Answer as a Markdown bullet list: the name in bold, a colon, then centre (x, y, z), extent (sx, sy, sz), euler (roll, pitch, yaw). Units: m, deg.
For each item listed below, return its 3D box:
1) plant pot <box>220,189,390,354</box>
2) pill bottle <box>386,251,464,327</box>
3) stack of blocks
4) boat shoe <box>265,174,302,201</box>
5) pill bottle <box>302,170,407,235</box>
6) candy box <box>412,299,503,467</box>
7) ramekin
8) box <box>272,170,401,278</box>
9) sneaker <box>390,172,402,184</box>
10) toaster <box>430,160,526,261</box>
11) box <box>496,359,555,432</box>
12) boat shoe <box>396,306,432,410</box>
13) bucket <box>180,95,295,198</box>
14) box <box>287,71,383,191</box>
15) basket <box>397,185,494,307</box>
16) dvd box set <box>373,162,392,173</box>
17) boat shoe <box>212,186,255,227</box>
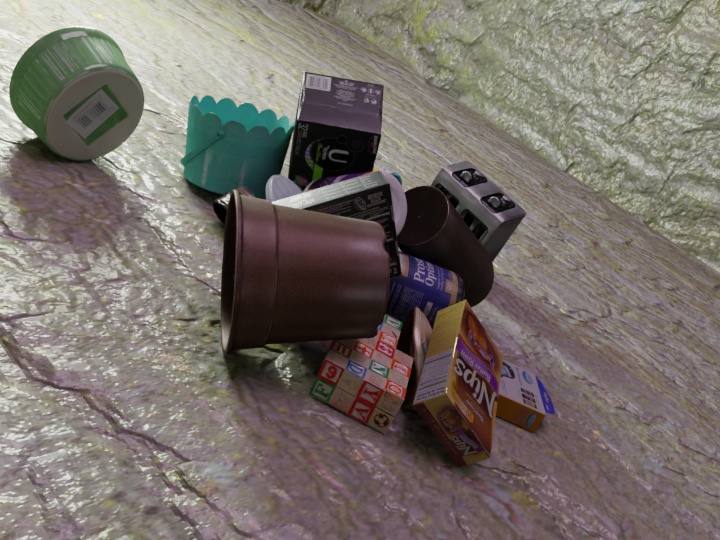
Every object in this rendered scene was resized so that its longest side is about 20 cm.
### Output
- **plant pot**: centre (-0.073, 0.009, 0.984), extent (0.194, 0.204, 0.201), euler (4, 29, -15)
- **pill bottle**: centre (0.060, 0.028, 1.252), extent (0.197, 0.113, 0.112), euler (20, 24, -16)
- **stack of blocks**: centre (0.010, 0.125, 1.067), extent (0.114, 0.059, 0.201), euler (27, 23, -1)
- **boat shoe**: centre (-0.110, -0.060, 1.238), extent (0.071, 0.062, 0.203), euler (-5, 61, -38)
- **pill bottle**: centre (-0.026, -0.101, 1.280), extent (0.197, 0.115, 0.111), euler (0, 0, 43)
- **candy box**: centre (0.138, 0.149, 1.046), extent (0.117, 0.056, 0.201), euler (54, 32, -21)
- **ramekin**: centre (-0.445, -0.275, 1.235), extent (0.098, 0.202, 0.198), euler (46, 29, 24)
- **box**: centre (-0.045, -0.039, 1.116), extent (0.196, 0.163, 0.044), euler (-18, 35, -10)
- **sneaker**: centre (0.029, -0.091, 1.353), extent (0.076, 0.080, 0.202), euler (19, 53, -2)
- **toaster**: centre (0.212, -0.099, 1.599), extent (0.181, 0.202, 0.118), euler (46, 32, 23)
- **box**: centre (0.207, 0.176, 1.200), extent (0.197, 0.042, 0.120), euler (27, 23, -7)
- **boat shoe**: centre (0.093, 0.132, 1.127), extent (0.064, 0.073, 0.201), euler (21, 30, -13)
- **bucket**: centre (-0.226, -0.224, 1.395), extent (0.203, 0.137, 0.208), euler (14, 19, -5)
- **box**: centre (-0.047, -0.220, 1.350), extent (0.145, 0.202, 0.126), euler (8, 53, -5)
- **basket**: centre (0.135, -0.047, 1.349), extent (0.181, 0.136, 0.200), euler (51, 3, 36)
- **dvd box set**: centre (-0.033, -0.150, 1.452), extent (0.145, 0.030, 0.200), euler (35, 52, 16)
- **boat shoe**: centre (-0.178, -0.051, 1.234), extent (0.072, 0.075, 0.201), euler (-19, 50, -25)
